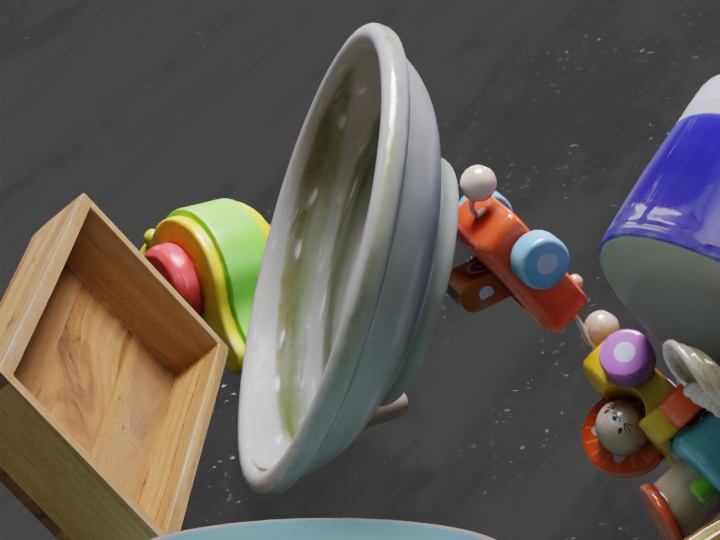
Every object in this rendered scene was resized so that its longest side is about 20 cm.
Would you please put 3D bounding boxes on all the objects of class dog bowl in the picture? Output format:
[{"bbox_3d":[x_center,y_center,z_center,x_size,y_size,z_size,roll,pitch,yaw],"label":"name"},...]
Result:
[{"bbox_3d":[0.193,0.014,0.981,0.200,0.200,0.079,24,74,49],"label":"dog bowl"}]

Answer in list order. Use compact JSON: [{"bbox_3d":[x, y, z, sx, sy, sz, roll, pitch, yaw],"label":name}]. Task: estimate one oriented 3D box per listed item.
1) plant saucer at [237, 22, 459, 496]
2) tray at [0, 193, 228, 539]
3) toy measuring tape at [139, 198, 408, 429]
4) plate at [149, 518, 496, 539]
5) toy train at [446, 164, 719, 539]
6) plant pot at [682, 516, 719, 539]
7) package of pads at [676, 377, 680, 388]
[{"bbox_3d":[0.000,0.000,1.064,0.050,0.200,0.200,15,18,-13],"label":"plant saucer"},{"bbox_3d":[-0.110,0.046,1.069,0.037,0.099,0.200,-39,14,15],"label":"tray"},{"bbox_3d":[-0.046,0.011,1.188,0.074,0.074,0.200,-16,25,-32],"label":"toy measuring tape"},{"bbox_3d":[-0.015,0.111,0.908,0.200,0.026,0.200,-1,4,0],"label":"plate"},{"bbox_3d":[0.097,0.045,1.027,0.056,0.150,0.200,-43,33,-2],"label":"toy train"},{"bbox_3d":[0.154,0.116,0.857,0.200,0.028,0.200,-23,17,7],"label":"plant pot"},{"bbox_3d":[0.233,0.009,1.157,0.200,0.076,0.121,-2,24,2],"label":"package of pads"}]
